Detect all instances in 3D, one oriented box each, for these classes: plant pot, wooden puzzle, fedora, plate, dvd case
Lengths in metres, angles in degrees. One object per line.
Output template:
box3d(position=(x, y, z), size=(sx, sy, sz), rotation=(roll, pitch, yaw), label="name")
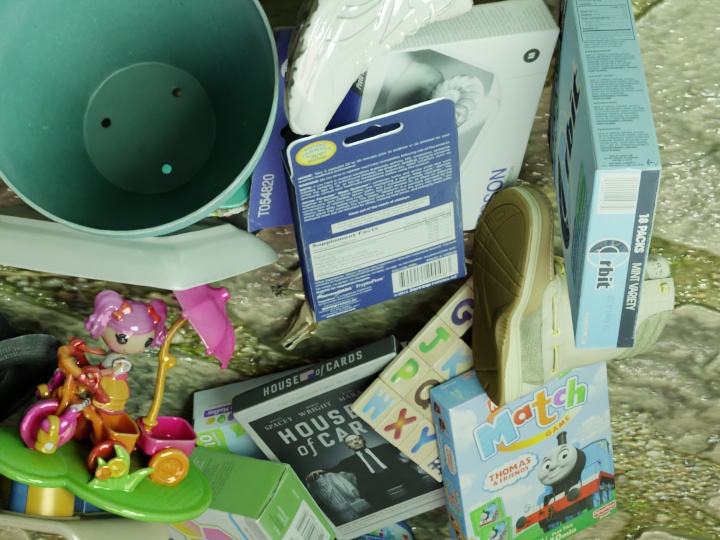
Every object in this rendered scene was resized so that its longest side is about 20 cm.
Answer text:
box3d(position=(-0.149, -0.111, 1.243), size=(0.198, 0.202, 0.135), rotation=(-2, 170, 1), label="plant pot")
box3d(position=(-0.273, 0.185, 1.507), size=(0.198, 0.047, 0.185), rotation=(10, 177, 18), label="wooden puzzle")
box3d(position=(-0.340, 0.079, 1.476), size=(0.200, 0.092, 0.201), rotation=(-29, 165, -8), label="fedora")
box3d(position=(-0.179, -0.023, 1.321), size=(0.198, 0.200, 0.033), rotation=(7, 98, 17), label="plate")
box3d(position=(0.004, 0.144, 1.543), size=(0.149, 0.025, 0.200), rotation=(-22, 134, 15), label="dvd case")

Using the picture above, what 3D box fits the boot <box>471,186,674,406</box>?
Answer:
box3d(position=(0.166, 0.005, 1.412), size=(0.154, 0.072, 0.201), rotation=(-15, 133, -18), label="boot")

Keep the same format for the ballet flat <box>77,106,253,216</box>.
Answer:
box3d(position=(-0.173, -0.085, 1.351), size=(0.199, 0.076, 0.064), rotation=(18, 166, -13), label="ballet flat")

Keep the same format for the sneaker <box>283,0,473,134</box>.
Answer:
box3d(position=(0.019, -0.169, 1.172), size=(0.099, 0.078, 0.201), rotation=(24, 99, -10), label="sneaker")

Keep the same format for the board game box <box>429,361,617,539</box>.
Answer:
box3d(position=(0.139, 0.152, 1.544), size=(0.150, 0.037, 0.201), rotation=(-24, 128, -18), label="board game box")

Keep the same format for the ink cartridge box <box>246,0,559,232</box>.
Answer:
box3d(position=(0.027, -0.096, 1.304), size=(0.198, 0.041, 0.200), rotation=(-9, 141, -17), label="ink cartridge box")

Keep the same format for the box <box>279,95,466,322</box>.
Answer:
box3d(position=(0.011, -0.049, 1.293), size=(0.120, 0.033, 0.201), rotation=(-17, 144, -7), label="box")

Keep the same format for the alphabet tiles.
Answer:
box3d(position=(0.103, 0.098, 1.515), size=(0.167, 0.008, 0.200), rotation=(-47, 132, 1), label="alphabet tiles")

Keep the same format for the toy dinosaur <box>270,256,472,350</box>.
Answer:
box3d(position=(0.000, 0.000, 1.457), size=(0.199, 0.059, 0.101), rotation=(-24, 148, 30), label="toy dinosaur")

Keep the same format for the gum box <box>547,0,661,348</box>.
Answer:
box3d(position=(0.160, -0.078, 1.248), size=(0.044, 0.201, 0.171), rotation=(-1, 138, 0), label="gum box")

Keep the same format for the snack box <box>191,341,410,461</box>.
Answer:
box3d(position=(-0.028, 0.143, 1.600), size=(0.198, 0.053, 0.143), rotation=(-13, 134, 14), label="snack box")

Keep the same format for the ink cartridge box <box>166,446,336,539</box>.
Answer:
box3d(position=(-0.130, 0.203, 1.585), size=(0.199, 0.060, 0.104), rotation=(7, 144, 35), label="ink cartridge box")

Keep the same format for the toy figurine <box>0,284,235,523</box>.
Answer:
box3d(position=(-0.180, 0.077, 1.454), size=(0.199, 0.150, 0.185), rotation=(12, 109, -30), label="toy figurine")

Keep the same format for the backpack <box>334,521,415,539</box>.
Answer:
box3d(position=(-0.005, 0.309, 1.712), size=(0.198, 0.148, 0.184), rotation=(14, 135, -10), label="backpack")

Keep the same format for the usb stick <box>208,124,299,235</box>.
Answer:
box3d(position=(-0.058, -0.075, 1.375), size=(0.055, 0.033, 0.200), rotation=(30, 130, -30), label="usb stick")
